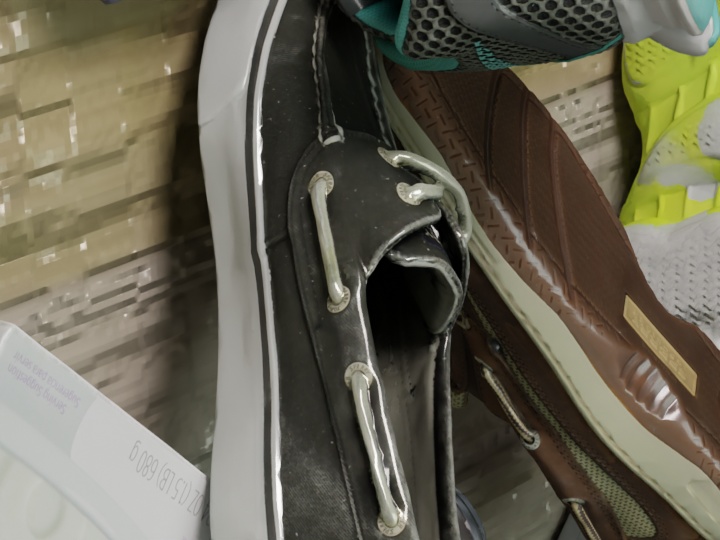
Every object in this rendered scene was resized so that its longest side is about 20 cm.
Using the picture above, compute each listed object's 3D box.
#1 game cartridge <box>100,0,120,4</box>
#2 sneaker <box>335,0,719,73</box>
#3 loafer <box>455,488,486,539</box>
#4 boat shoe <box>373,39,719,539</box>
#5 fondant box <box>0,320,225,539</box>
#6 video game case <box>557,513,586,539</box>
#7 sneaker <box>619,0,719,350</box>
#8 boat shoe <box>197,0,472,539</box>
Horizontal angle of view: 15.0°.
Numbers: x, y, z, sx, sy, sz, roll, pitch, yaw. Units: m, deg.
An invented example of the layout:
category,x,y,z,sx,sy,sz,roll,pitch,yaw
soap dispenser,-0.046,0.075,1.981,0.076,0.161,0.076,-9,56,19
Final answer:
category,x,y,z,sx,sy,sz,roll,pitch,yaw
game cartridge,0.011,-0.155,0.686,0.200,0.038,0.130,-30,157,-20
sneaker,0.034,-0.092,0.751,0.200,0.091,0.078,-127,-155,-82
loafer,-0.009,0.157,0.798,0.072,0.073,0.201,11,89,-49
boat shoe,0.048,0.017,0.837,0.203,0.075,0.075,53,30,-17
fondant box,-0.106,0.128,0.677,0.144,0.058,0.201,44,65,-48
video game case,0.132,0.122,1.012,0.200,0.018,0.144,51,58,-45
sneaker,0.133,-0.020,0.936,0.105,0.076,0.201,9,90,-53
boat shoe,0.000,0.000,0.733,0.071,0.063,0.201,32,49,-55
